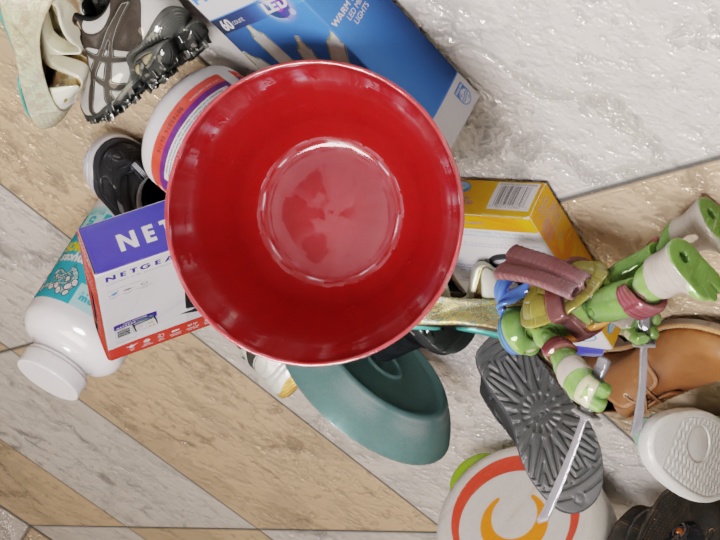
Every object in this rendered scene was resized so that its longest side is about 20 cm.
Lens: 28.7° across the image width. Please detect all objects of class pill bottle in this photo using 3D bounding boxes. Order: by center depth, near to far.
[{"bbox_3d":[-0.071,-0.067,1.098,0.200,0.112,0.113,38,159,24],"label":"pill bottle"},{"bbox_3d":[-0.264,0.029,1.417,0.110,0.201,0.111,22,154,11],"label":"pill bottle"}]

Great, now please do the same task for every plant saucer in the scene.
[{"bbox_3d":[0.014,0.098,1.336,0.199,0.200,0.036,34,115,-10],"label":"plant saucer"}]

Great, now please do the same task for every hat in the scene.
[{"bbox_3d":[0.285,0.290,1.377,0.081,0.201,0.201,13,151,45],"label":"hat"}]

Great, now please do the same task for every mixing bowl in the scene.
[{"bbox_3d":[-0.026,-0.041,0.969,0.199,0.201,0.108,27,-174,3],"label":"mixing bowl"}]

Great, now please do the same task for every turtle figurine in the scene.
[{"bbox_3d":[0.200,0.051,1.022,0.143,0.202,0.194,1,151,-40],"label":"turtle figurine"}]

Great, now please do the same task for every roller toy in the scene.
[{"bbox_3d":[0.181,0.291,1.462,0.181,0.201,0.140,-7,142,22],"label":"roller toy"}]

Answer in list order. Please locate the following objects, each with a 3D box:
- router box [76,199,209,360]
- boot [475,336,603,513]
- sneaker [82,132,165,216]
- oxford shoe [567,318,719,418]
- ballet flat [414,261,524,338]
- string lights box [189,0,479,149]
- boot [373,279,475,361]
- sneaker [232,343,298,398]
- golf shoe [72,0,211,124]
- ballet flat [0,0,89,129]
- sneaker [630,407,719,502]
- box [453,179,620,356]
[{"bbox_3d":[-0.147,-0.006,1.260,0.180,0.198,0.049,100,148,-63],"label":"router box"},{"bbox_3d":[0.157,0.145,1.244,0.200,0.065,0.166,76,170,-73],"label":"boot"},{"bbox_3d":[-0.174,-0.039,1.318,0.114,0.076,0.200,27,159,54],"label":"sneaker"},{"bbox_3d":[0.247,0.090,1.169,0.071,0.072,0.200,38,151,-17],"label":"oxford shoe"},{"bbox_3d":[0.074,0.022,1.125,0.198,0.071,0.071,5,152,0],"label":"ballet flat"},{"bbox_3d":[-0.020,-0.161,0.991,0.200,0.059,0.102,42,152,-26],"label":"string lights box"},{"bbox_3d":[0.000,0.000,1.241,0.200,0.076,0.168,49,158,-13],"label":"boot"},{"bbox_3d":[-0.093,0.058,1.414,0.088,0.076,0.200,48,176,-14],"label":"sneaker"},{"bbox_3d":[-0.190,-0.184,1.125,0.095,0.078,0.200,52,148,-9],"label":"golf shoe"},{"bbox_3d":[-0.262,-0.181,1.195,0.062,0.068,0.201,13,152,8],"label":"ballet flat"},{"bbox_3d":[0.264,0.153,1.199,0.118,0.075,0.199,6,173,44],"label":"sneaker"},{"bbox_3d":[0.136,0.002,1.157,0.118,0.042,0.200,6,149,39],"label":"box"}]
